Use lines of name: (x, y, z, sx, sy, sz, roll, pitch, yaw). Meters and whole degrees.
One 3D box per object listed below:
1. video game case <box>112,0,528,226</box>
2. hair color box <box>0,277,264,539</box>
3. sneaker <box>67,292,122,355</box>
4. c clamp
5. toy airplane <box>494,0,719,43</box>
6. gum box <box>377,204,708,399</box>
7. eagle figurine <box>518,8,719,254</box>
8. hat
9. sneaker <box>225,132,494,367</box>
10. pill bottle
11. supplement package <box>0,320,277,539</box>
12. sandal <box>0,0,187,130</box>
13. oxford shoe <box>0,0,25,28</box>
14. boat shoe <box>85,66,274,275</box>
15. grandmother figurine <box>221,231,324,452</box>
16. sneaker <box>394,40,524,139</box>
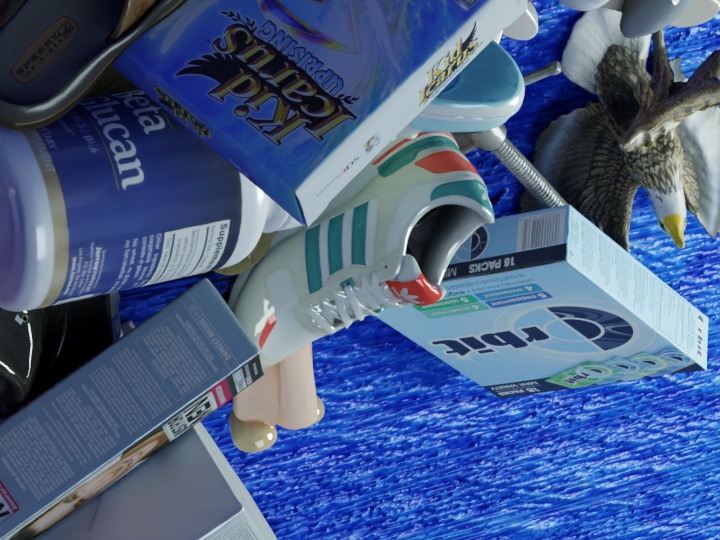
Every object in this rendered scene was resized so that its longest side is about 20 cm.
video game case: (-0.040, -0.151, 1.478, 0.181, 0.200, 0.045, -45, 156, -12)
hair color box: (-0.156, 0.092, 1.624, 0.200, 0.061, 0.099, -35, 172, -6)
sneaker: (-0.172, -0.008, 1.650, 0.072, 0.072, 0.201, -34, 143, -17)
c clamp: (0.092, -0.052, 1.753, 0.170, 0.027, 0.200, -13, 142, 25)
toy airplane: (0.112, -0.196, 1.612, 0.199, 0.141, 0.200, -21, 130, 0)
gum box: (0.118, 0.025, 1.817, 0.169, 0.045, 0.200, -11, 151, 33)
eagle figurine: (0.194, -0.076, 1.814, 0.151, 0.152, 0.200, 17, 162, 2)
hat: (-0.242, 0.036, 1.584, 0.199, 0.081, 0.201, 4, 135, 4)
sneaker: (0.001, 0.000, 1.673, 0.200, 0.093, 0.070, -43, 137, 5)
pill bottle: (-0.122, -0.049, 1.519, 0.199, 0.111, 0.112, -13, 133, -30)
supplement package: (-0.138, 0.185, 1.752, 0.147, 0.191, 0.200, -32, 138, -3)
sandal: (-0.141, -0.165, 1.445, 0.200, 0.082, 0.055, -46, 157, -8)
oxford shoe: (-0.196, -0.176, 1.496, 0.074, 0.071, 0.201, -24, 144, -46)
boat shoe: (-0.127, -0.081, 1.614, 0.072, 0.066, 0.201, -43, 120, -11)
grandmother figurine: (-0.054, 0.028, 1.768, 0.121, 0.060, 0.201, -34, 144, -29)
sneaker: (0.001, -0.095, 1.639, 0.199, 0.080, 0.131, 11, 139, 9)
